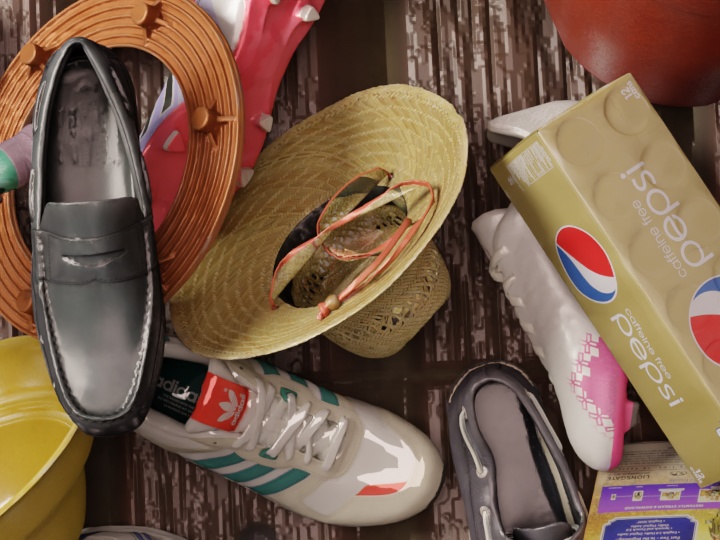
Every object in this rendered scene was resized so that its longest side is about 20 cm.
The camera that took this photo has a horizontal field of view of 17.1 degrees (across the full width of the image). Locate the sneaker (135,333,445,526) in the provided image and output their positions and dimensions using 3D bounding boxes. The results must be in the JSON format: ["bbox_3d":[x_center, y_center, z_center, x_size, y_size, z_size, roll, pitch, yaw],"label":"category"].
[{"bbox_3d":[-0.054,0.085,1.273,0.199,0.093,0.071,21,87,8],"label":"sneaker"}]

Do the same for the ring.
[{"bbox_3d":[-0.144,-0.060,1.287,0.200,0.019,0.201,-12,70,35],"label":"ring"}]

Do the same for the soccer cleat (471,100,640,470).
[{"bbox_3d":[0.102,0.008,1.277,0.086,0.070,0.201,-1,76,-2],"label":"soccer cleat"}]

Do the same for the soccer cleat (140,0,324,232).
[{"bbox_3d":[-0.080,-0.107,1.317,0.067,0.076,0.201,27,92,-36],"label":"soccer cleat"}]

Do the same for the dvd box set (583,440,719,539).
[{"bbox_3d":[0.178,0.160,1.191,0.146,0.200,0.029,-5,127,19],"label":"dvd box set"}]

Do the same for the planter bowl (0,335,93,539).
[{"bbox_3d":[-0.208,0.129,1.269,0.200,0.201,0.084,-28,117,3],"label":"planter bowl"}]

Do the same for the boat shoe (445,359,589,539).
[{"bbox_3d":[0.089,0.145,1.266,0.072,0.063,0.201,-16,84,2],"label":"boat shoe"}]

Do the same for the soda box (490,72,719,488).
[{"bbox_3d":[0.155,0.005,1.218,0.068,0.064,0.200,-32,88,-25],"label":"soda box"}]

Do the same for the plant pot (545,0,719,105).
[{"bbox_3d":[0.174,-0.187,1.205,0.200,0.195,0.202,1,71,-3],"label":"plant pot"}]

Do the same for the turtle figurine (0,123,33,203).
[{"bbox_3d":[-0.254,-0.027,1.226,0.200,0.101,0.150,-41,105,-27],"label":"turtle figurine"}]

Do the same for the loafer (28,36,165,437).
[{"bbox_3d":[-0.136,-0.018,1.202,0.068,0.070,0.202,-5,77,1],"label":"loafer"}]

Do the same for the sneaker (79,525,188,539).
[{"bbox_3d":[-0.092,0.183,1.270,0.199,0.088,0.076,14,87,9],"label":"sneaker"}]

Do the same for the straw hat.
[{"bbox_3d":[0.000,0.000,1.270,0.201,0.201,0.085,-43,120,0],"label":"straw hat"}]
